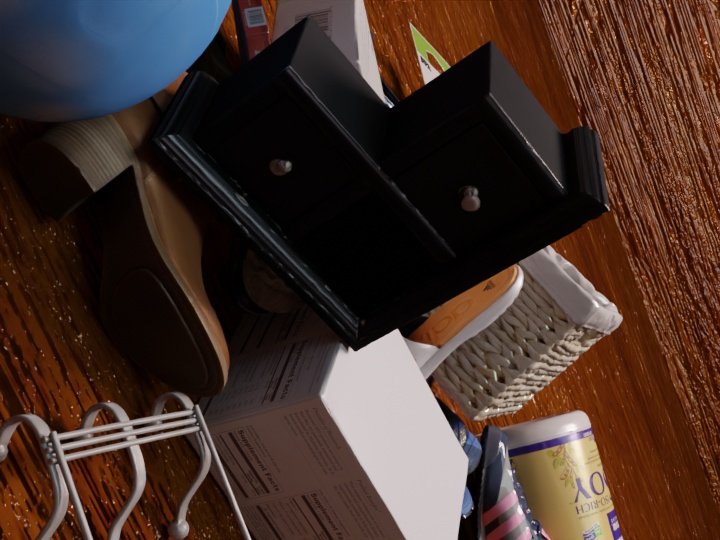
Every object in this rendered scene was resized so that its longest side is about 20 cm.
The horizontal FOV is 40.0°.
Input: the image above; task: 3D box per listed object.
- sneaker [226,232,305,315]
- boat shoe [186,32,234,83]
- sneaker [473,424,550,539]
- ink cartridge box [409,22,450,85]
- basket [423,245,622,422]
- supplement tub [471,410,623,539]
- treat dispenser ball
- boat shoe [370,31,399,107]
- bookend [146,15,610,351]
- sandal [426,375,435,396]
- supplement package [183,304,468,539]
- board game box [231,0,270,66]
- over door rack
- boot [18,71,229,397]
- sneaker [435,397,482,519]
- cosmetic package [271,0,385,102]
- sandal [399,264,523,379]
[{"bbox_3d":[-0.058,-0.057,0.768,0.069,0.099,0.201,28,69,-18],"label":"sneaker"},{"bbox_3d":[-0.140,-0.165,0.714,0.065,0.073,0.200,64,2,18],"label":"boat shoe"},{"bbox_3d":[0.159,0.261,1.025,0.070,0.082,0.201,58,31,-84],"label":"sneaker"},{"bbox_3d":[0.079,-0.181,1.233,0.148,0.076,0.201,25,49,-60],"label":"ink cartridge box"},{"bbox_3d":[0.128,0.028,0.973,0.200,0.161,0.198,46,11,19],"label":"basket"},{"bbox_3d":[0.209,0.269,1.106,0.145,0.145,0.201,7,67,-66],"label":"supplement tub"},{"bbox_3d":[-0.160,-0.178,0.507,0.201,0.200,0.201,48,32,-45],"label":"treat dispenser ball"},{"bbox_3d":[-0.013,-0.245,1.072,0.200,0.068,0.084,58,26,-30],"label":"boat shoe"},{"bbox_3d":[0.015,-0.080,0.616,0.199,0.200,0.092,47,29,-24],"label":"bookend"},{"bbox_3d":[0.043,0.105,0.934,0.082,0.050,0.203,33,26,-9],"label":"sandal"},{"bbox_3d":[-0.014,0.132,0.737,0.200,0.111,0.156,62,25,-24],"label":"supplement package"},{"bbox_3d":[-0.081,-0.156,0.776,0.200,0.019,0.103,91,-13,-62],"label":"board game box"},{"bbox_3d":[-0.106,0.164,0.534,0.200,0.067,0.148,56,19,15],"label":"over door rack"},{"bbox_3d":[-0.114,-0.033,0.646,0.201,0.073,0.155,64,33,-17],"label":"boot"},{"bbox_3d":[0.063,0.187,0.943,0.079,0.075,0.200,59,16,-9],"label":"sneaker"},{"bbox_3d":[-0.019,-0.141,0.899,0.200,0.081,0.113,71,15,-50],"label":"cosmetic package"},{"bbox_3d":[0.045,0.051,0.850,0.059,0.207,0.079,47,4,-19],"label":"sandal"}]
